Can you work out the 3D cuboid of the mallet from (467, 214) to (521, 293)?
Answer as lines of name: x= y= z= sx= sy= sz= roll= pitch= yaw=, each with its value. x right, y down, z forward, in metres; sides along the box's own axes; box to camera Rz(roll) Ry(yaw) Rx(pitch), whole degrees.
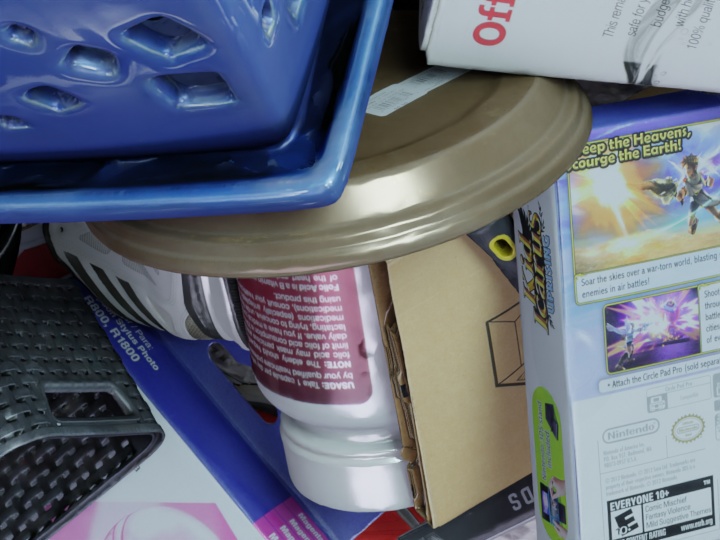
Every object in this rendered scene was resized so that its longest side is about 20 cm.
mallet: x=0.114 y=0.036 z=0.923 sx=0.066 sy=0.041 sz=0.200 roll=-26 pitch=125 yaw=12

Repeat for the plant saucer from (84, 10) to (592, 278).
plant saucer: x=-0.012 y=-0.056 z=0.832 sx=0.200 sy=0.200 sz=0.030 roll=1 pitch=118 yaw=22

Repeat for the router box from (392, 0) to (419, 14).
router box: x=-0.038 y=-0.171 z=0.865 sx=0.149 sy=0.051 sz=0.200 roll=-11 pitch=141 yaw=33

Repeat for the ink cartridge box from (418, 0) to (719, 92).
ink cartridge box: x=0.128 y=-0.139 z=0.771 sx=0.199 sy=0.084 sz=0.145 roll=5 pitch=144 yaw=-6

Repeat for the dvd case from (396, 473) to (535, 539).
dvd case: x=0.126 y=0.088 z=1.070 sx=0.200 sy=0.025 sz=0.150 roll=-28 pitch=174 yaw=16

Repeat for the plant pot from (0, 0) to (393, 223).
plant pot: x=-0.090 y=-0.126 z=0.732 sx=0.200 sy=0.200 sz=0.180 roll=-3 pitch=146 yaw=24

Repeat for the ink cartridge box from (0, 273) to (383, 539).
ink cartridge box: x=-0.115 y=0.106 z=1.102 sx=0.200 sy=0.043 sz=0.196 roll=-45 pitch=81 yaw=20

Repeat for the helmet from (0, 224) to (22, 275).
helmet: x=-0.274 y=-0.018 z=1.085 sx=0.200 sy=0.200 sz=0.191 roll=28 pitch=146 yaw=-21

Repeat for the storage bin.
storage bin: x=-0.211 y=0.096 z=1.035 sx=0.200 sy=0.094 sz=0.135 roll=-38 pitch=162 yaw=20

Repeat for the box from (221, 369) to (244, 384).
box: x=-0.088 y=0.128 z=1.236 sx=0.117 sy=0.200 sz=0.060 roll=32 pitch=110 yaw=-25

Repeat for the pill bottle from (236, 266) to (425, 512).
pill bottle: x=0.000 y=0.000 z=0.990 sx=0.114 sy=0.114 sz=0.200 roll=2 pitch=116 yaw=21

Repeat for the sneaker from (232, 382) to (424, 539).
sneaker: x=-0.029 y=0.123 z=1.157 sx=0.200 sy=0.085 sz=0.077 roll=23 pitch=148 yaw=-14

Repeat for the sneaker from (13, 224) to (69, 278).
sneaker: x=-0.196 y=0.041 z=1.219 sx=0.071 sy=0.113 sz=0.200 roll=32 pitch=145 yaw=-26

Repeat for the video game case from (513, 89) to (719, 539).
video game case: x=0.162 y=0.014 z=0.896 sx=0.200 sy=0.182 sz=0.045 roll=-11 pitch=-163 yaw=-21

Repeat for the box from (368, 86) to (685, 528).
box: x=0.099 y=0.007 z=0.957 sx=0.021 sy=0.200 sz=0.164 roll=43 pitch=154 yaw=44

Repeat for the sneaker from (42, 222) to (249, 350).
sneaker: x=-0.110 y=-0.053 z=1.020 sx=0.115 sy=0.076 sz=0.201 roll=3 pitch=121 yaw=24
